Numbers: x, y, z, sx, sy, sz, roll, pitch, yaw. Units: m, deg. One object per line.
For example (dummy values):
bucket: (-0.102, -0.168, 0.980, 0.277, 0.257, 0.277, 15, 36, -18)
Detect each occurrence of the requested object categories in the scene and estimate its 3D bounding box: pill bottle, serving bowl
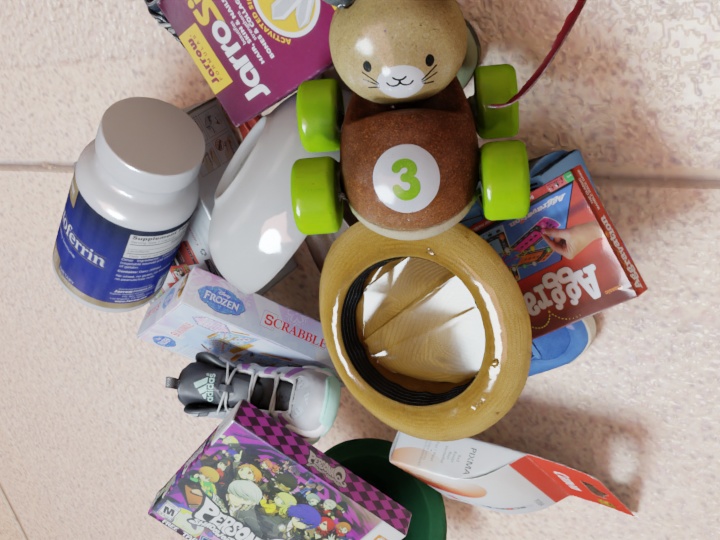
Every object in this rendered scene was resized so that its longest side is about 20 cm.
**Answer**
pill bottle: (-0.218, -0.060, 0.899, 0.116, 0.116, 0.200, 40, 135, 7)
serving bowl: (-0.077, -0.081, 0.826, 0.066, 0.201, 0.200, 31, 139, -18)

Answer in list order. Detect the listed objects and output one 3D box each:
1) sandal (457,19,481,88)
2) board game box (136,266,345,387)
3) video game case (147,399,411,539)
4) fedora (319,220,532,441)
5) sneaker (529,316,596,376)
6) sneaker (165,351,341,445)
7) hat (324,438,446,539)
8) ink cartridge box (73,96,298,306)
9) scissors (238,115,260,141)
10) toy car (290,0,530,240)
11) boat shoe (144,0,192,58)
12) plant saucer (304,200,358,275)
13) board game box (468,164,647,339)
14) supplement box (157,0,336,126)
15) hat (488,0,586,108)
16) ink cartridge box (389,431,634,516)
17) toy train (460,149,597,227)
sandal: (0.031, -0.135, 0.816, 0.080, 0.057, 0.201, 39, 136, 9)
board game box: (-0.115, 0.074, 0.990, 0.199, 0.041, 0.200, 25, 157, -19)
video game case: (-0.082, 0.236, 0.922, 0.200, 0.036, 0.181, 36, 124, -10)
fedora: (0.058, 0.036, 0.751, 0.200, 0.082, 0.202, 15, 116, 34)
sneaker: (0.116, 0.090, 0.871, 0.199, 0.111, 0.077, -19, 107, 43)
sneaker: (-0.119, 0.119, 0.915, 0.139, 0.078, 0.200, 19, 160, -32)
hat: (0.007, 0.288, 1.109, 0.176, 0.165, 0.201, 88, 164, -69)
ink cartridge box: (-0.190, -0.062, 1.019, 0.175, 0.084, 0.201, -8, 114, 42)
scissors: (-0.125, -0.160, 0.949, 0.200, 0.014, 0.073, 52, 136, -5)
toy car: (0.026, -0.135, 0.635, 0.163, 0.159, 0.201, -4, 142, 6)
boat shoe: (-0.165, -0.248, 0.876, 0.071, 0.068, 0.201, -17, 107, 35)
plant saucer: (0.000, 0.000, 0.902, 0.201, 0.032, 0.201, 53, 163, 24)
board game box: (0.119, 0.006, 0.750, 0.200, 0.019, 0.103, -31, 88, 47)
supplement box: (-0.052, -0.227, 0.782, 0.200, 0.103, 0.131, -24, 104, 45)
hat: (0.185, -0.211, 0.557, 0.165, 0.176, 0.201, 14, 127, 29)
ink cartridge box: (0.148, 0.211, 0.922, 0.199, 0.050, 0.162, 14, 162, 33)
toy train: (0.118, -0.026, 0.811, 0.199, 0.087, 0.115, -15, 102, 47)
